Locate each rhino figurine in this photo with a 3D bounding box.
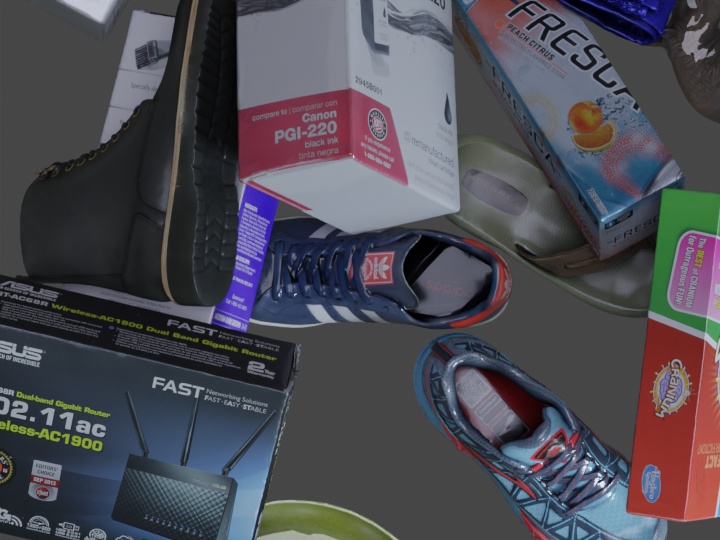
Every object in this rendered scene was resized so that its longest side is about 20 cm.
[{"bbox_3d":[0.255,-0.128,1.780,0.200,0.060,0.087,41,85,-4],"label":"rhino figurine"}]

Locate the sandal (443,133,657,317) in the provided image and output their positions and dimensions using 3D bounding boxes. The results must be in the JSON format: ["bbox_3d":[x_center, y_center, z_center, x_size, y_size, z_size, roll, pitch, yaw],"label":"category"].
[{"bbox_3d":[0.137,-0.026,1.768,0.201,0.057,0.080,21,86,-6],"label":"sandal"}]

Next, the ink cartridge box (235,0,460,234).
[{"bbox_3d":[-0.008,-0.139,1.680,0.085,0.146,0.200,-11,72,27],"label":"ink cartridge box"}]

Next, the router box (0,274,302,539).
[{"bbox_3d":[-0.148,0.099,1.675,0.200,0.062,0.150,13,118,-2],"label":"router box"}]

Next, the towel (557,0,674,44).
[{"bbox_3d":[0.154,-0.253,1.748,0.147,0.050,0.200,25,58,-3],"label":"towel"}]

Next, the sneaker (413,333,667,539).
[{"bbox_3d":[0.114,0.120,1.741,0.200,0.096,0.079,39,86,-1],"label":"sneaker"}]

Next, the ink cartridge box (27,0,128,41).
[{"bbox_3d":[-0.178,-0.271,1.748,0.145,0.083,0.200,28,85,-2],"label":"ink cartridge box"}]

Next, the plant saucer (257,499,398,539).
[{"bbox_3d":[-0.043,0.247,1.756,0.199,0.031,0.201,0,86,-3],"label":"plant saucer"}]

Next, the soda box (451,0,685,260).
[{"bbox_3d":[0.129,-0.110,1.737,0.063,0.068,0.200,-29,68,-7],"label":"soda box"}]

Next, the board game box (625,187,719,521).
[{"bbox_3d":[0.222,0.053,1.718,0.040,0.153,0.201,7,92,26],"label":"board game box"}]

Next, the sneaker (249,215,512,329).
[{"bbox_3d":[0.000,0.000,1.745,0.199,0.085,0.075,0,87,-4],"label":"sneaker"}]

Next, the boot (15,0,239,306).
[{"bbox_3d":[-0.145,-0.082,1.680,0.138,0.077,0.200,3,80,25],"label":"boot"}]

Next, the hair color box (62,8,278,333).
[{"bbox_3d":[-0.110,-0.056,1.733,0.109,0.065,0.200,12,86,22],"label":"hair color box"}]
